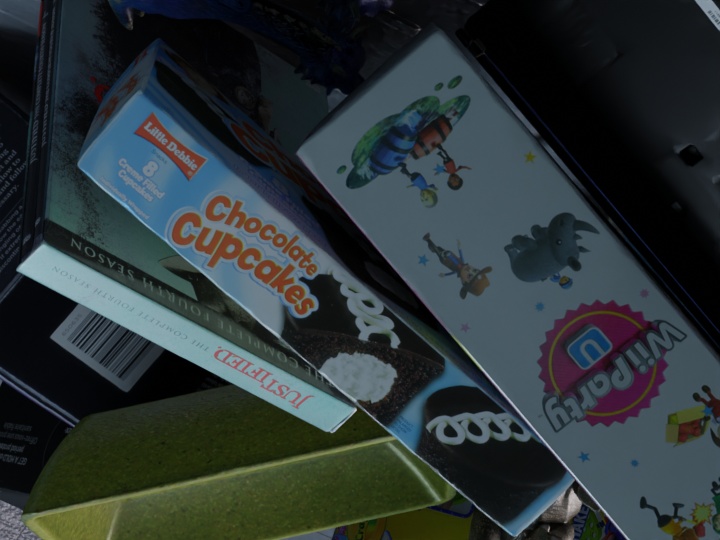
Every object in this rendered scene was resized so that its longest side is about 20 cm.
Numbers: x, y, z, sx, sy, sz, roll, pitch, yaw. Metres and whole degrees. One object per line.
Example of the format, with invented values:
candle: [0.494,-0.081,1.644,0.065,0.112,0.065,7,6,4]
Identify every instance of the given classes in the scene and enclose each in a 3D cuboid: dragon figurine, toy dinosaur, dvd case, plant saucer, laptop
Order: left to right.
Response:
dragon figurine: [-0.066,-0.122,0.670,0.099,0.059,0.200,8,164,35]
dvd case: [-0.067,-0.041,0.753,0.146,0.200,0.022,31,125,-29]
plant saucer: [-0.053,0.093,0.912,0.199,0.048,0.200,-12,164,-3]
toy dinosaur: [0.090,0.118,0.973,0.077,0.200,0.102,21,-172,11]
laptop: [0.127,-0.045,0.619,0.177,0.103,0.200,49,134,-2]

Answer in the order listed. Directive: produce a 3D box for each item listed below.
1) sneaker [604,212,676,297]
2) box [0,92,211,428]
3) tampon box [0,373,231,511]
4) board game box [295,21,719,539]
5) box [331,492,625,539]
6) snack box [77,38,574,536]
sneaker: [0.168,0.041,0.776,0.200,0.090,0.078,62,-177,21]
box: [-0.177,-0.017,0.972,0.200,0.104,0.148,37,176,41]
tampon box: [-0.114,0.062,1.102,0.126,0.200,0.150,31,162,-32]
board game box: [0.068,0.009,0.651,0.200,0.064,0.148,48,-172,-5]
box: [0.118,0.165,1.105,0.192,0.122,0.200,12,162,28]
snack box: [-0.012,0.002,0.680,0.200,0.037,0.116,41,-171,-13]
